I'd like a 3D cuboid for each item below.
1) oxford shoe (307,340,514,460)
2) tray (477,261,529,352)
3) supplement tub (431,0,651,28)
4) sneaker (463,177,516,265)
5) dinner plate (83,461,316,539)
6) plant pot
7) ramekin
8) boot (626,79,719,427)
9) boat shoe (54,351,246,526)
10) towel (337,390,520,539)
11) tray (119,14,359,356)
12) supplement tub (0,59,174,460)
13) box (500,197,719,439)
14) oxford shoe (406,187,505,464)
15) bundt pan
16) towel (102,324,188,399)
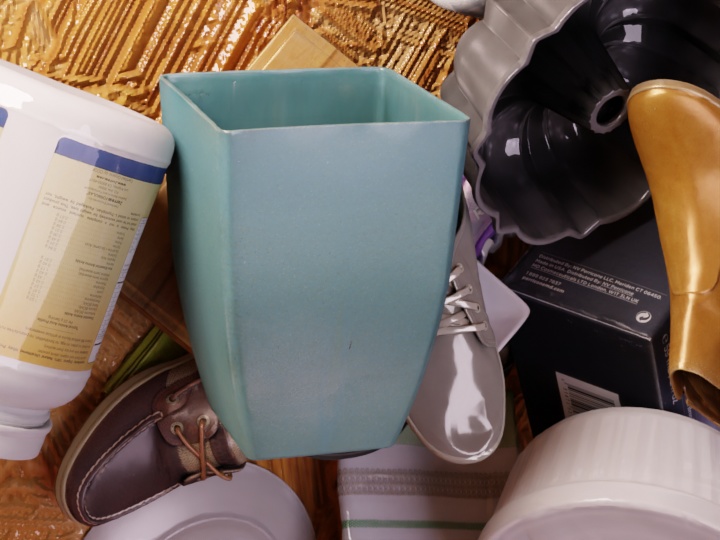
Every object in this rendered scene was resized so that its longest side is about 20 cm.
[{"bbox_3d":[0.029,0.059,1.328,0.200,0.073,0.084,-27,159,-32],"label":"oxford shoe"},{"bbox_3d":[0.000,0.000,1.266,0.200,0.022,0.107,42,78,-2],"label":"tray"},{"bbox_3d":[0.140,-0.212,1.297,0.200,0.122,0.123,7,101,-36],"label":"supplement tub"},{"bbox_3d":[0.056,-0.042,1.330,0.200,0.080,0.089,-42,120,-23],"label":"sneaker"},{"bbox_3d":[-0.109,0.222,1.335,0.200,0.024,0.200,-12,112,-33],"label":"dinner plate"},{"bbox_3d":[-0.032,-0.003,1.144,0.141,0.141,0.200,-4,109,-19],"label":"plant pot"},{"bbox_3d":[0.178,0.173,1.305,0.202,0.202,0.094,52,36,-35],"label":"ramekin"},{"bbox_3d":[0.206,-0.004,1.203,0.201,0.071,0.144,48,50,-37],"label":"boot"},{"bbox_3d":[-0.098,0.094,1.249,0.200,0.072,0.072,-35,127,-21],"label":"boat shoe"},{"bbox_3d":[0.056,0.177,1.358,0.149,0.031,0.200,4,72,-30],"label":"towel"},{"bbox_3d":[-0.067,-0.049,1.231,0.099,0.037,0.200,39,81,0],"label":"tray"},{"bbox_3d":[-0.201,-0.009,1.114,0.144,0.144,0.200,19,95,-38],"label":"supplement tub"},{"bbox_3d":[0.208,0.026,1.374,0.198,0.123,0.200,-51,144,-29],"label":"box"},{"bbox_3d":[0.046,0.020,1.231,0.075,0.058,0.200,-9,85,-13],"label":"oxford shoe"},{"bbox_3d":[0.132,-0.117,1.223,0.202,0.076,0.202,-23,138,-22],"label":"bundt pan"},{"bbox_3d":[-0.075,0.026,1.294,0.200,0.018,0.086,-50,126,-10],"label":"towel"}]
